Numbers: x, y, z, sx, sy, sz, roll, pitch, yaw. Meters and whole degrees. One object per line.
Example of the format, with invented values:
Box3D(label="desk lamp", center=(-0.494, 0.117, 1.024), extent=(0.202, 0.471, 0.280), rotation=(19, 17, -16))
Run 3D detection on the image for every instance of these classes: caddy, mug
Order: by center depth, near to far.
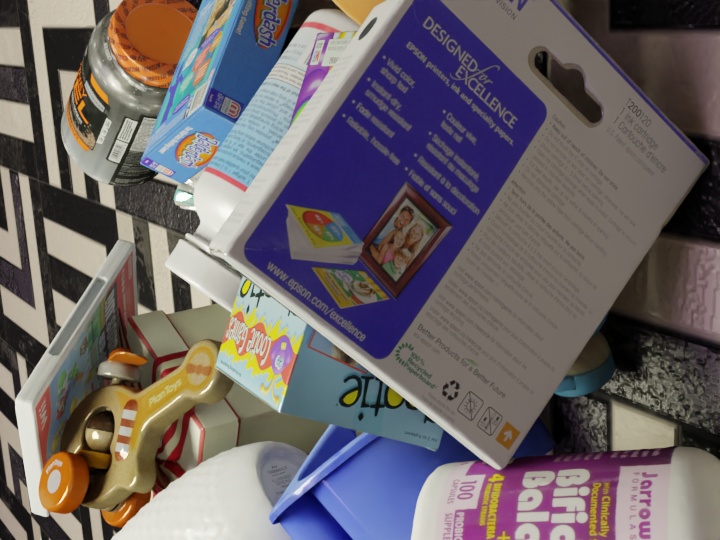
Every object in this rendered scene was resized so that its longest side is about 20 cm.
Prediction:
Box3D(label="caddy", center=(0.031, 0.123, 0.758), extent=(0.105, 0.199, 0.142), rotation=(52, 141, 11))
Box3D(label="mug", center=(-0.081, 0.218, 0.859), extent=(0.175, 0.199, 0.148), rotation=(-45, 56, 22))

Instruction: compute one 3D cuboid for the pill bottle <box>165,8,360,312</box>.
Box3D(label="pill bottle", center=(-0.042, -0.064, 0.771), extent=(0.201, 0.109, 0.108), rotation=(-56, 36, -6))

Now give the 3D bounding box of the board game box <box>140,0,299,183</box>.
Box3D(label="board game box", center=(-0.102, -0.183, 0.919), extent=(0.152, 0.045, 0.202), rotation=(-20, 49, 60))

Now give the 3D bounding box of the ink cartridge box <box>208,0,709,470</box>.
Box3D(label="ink cartridge box", center=(0.056, -0.034, 0.579), extent=(0.201, 0.198, 0.043), rotation=(-54, 25, -6))

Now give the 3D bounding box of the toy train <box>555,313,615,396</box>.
Box3D(label="toy train", center=(0.087, -0.002, 0.741), extent=(0.200, 0.084, 0.117), rotation=(30, 143, 61))

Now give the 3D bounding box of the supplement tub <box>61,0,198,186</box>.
Box3D(label="supplement tub", center=(-0.221, -0.179, 1.146), extent=(0.200, 0.121, 0.124), rotation=(-46, 61, 55))

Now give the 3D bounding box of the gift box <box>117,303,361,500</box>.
Box3D(label="gift box", center=(-0.118, 0.121, 1.010), extent=(0.184, 0.185, 0.202), rotation=(39, 133, 47))

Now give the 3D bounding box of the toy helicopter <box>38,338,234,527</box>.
Box3D(label="toy helicopter", center=(-0.168, 0.105, 0.899), extent=(0.199, 0.079, 0.133), rotation=(-34, 50, 29))

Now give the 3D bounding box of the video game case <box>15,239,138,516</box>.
Box3D(label="video game case", center=(-0.237, 0.089, 0.992), extent=(0.201, 0.017, 0.144), rotation=(-68, -10, -47))

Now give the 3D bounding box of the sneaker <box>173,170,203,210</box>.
Box3D(label="sneaker", center=(-0.123, -0.066, 1.051), extent=(0.200, 0.088, 0.076), rotation=(43, 134, 45))

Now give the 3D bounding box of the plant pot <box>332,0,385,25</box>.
Box3D(label="plant pot", center=(0.061, -0.233, 0.598), extent=(0.139, 0.199, 0.202), rotation=(-12, 89, 44))

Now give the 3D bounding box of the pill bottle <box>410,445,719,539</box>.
Box3D(label="pill bottle", center=(0.134, 0.149, 0.594), extent=(0.198, 0.112, 0.114), rotation=(-9, 93, 24))

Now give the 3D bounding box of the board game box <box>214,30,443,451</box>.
Box3D(label="board game box", center=(0.008, -0.019, 0.642), extent=(0.103, 0.104, 0.202), rotation=(18, 91, 62))
